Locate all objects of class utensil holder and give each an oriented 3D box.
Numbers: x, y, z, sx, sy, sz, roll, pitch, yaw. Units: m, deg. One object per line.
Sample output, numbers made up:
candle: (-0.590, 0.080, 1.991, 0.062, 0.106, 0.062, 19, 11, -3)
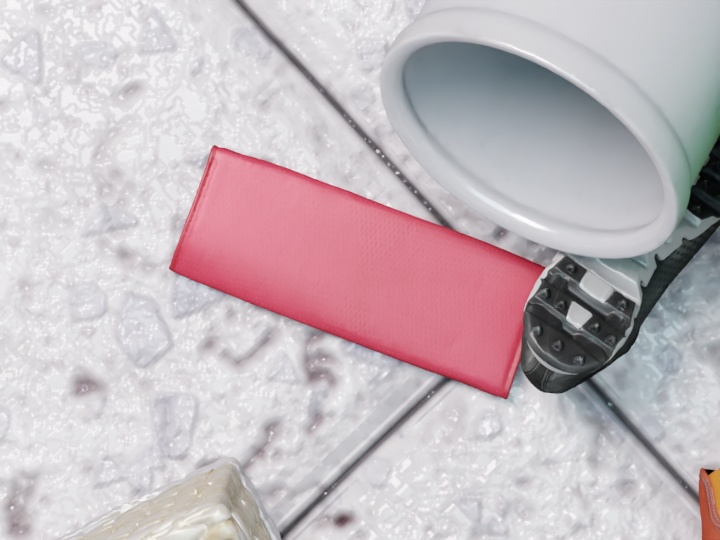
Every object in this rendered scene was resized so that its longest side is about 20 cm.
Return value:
utensil holder: (0.127, -0.136, 1.436, 0.169, 0.170, 0.201, 31, 64, 0)

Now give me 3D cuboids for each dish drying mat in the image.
dish drying mat: (0.000, 0.000, 1.538, 0.199, 0.018, 0.077, 21, 89, -1)

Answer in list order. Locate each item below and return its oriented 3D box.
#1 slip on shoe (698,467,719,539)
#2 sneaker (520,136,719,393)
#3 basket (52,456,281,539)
slip on shoe: (0.209, 0.130, 1.519, 0.061, 0.074, 0.201, 20, 91, 22)
sneaker: (0.143, -0.010, 1.515, 0.066, 0.091, 0.200, 36, 64, 6)
basket: (-0.113, 0.231, 1.468, 0.199, 0.161, 0.199, -26, 91, 1)
